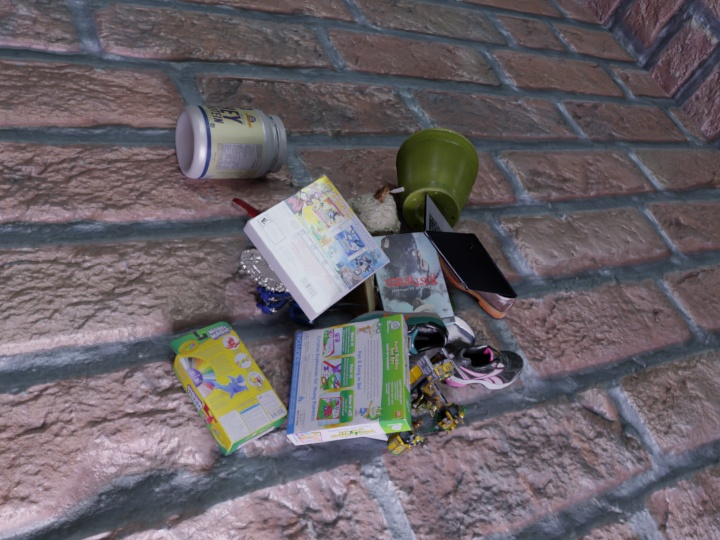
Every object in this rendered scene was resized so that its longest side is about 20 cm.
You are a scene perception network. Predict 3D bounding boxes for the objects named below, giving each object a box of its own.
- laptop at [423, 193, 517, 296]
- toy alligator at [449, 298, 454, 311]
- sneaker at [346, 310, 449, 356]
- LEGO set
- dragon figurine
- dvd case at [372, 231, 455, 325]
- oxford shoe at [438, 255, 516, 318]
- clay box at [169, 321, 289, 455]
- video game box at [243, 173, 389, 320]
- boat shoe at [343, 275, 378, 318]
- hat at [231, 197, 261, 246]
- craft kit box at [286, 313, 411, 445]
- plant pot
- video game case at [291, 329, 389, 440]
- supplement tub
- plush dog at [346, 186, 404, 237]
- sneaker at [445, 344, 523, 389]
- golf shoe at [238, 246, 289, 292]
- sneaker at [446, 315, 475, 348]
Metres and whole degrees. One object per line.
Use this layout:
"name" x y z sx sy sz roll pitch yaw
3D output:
"laptop" 0.224 -0.055 1.339 0.187 0.115 0.201 49 31 -32
"toy alligator" 0.145 0.014 1.421 0.054 0.059 0.201 -25 60 3
"sneaker" 0.065 0.117 1.193 0.199 0.072 0.080 -6 18 -8
"LEGO set" 0.112 0.222 1.143 0.199 0.116 0.154 -5 57 -38
"dragon figurine" -0.098 0.066 1.227 0.199 0.059 0.100 24 46 -3
"dvd case" 0.098 0.020 1.298 0.145 0.022 0.201 -6 70 -17
"oxford shoe" 0.265 0.016 1.469 0.200 0.073 0.071 40 45 8
"clay box" -0.220 0.185 1.064 0.115 0.048 0.200 -21 63 -40
"video game box" -0.075 -0.044 1.146 0.182 0.047 0.200 -35 88 -27
"boat shoe" 0.000 0.000 1.283 0.062 0.073 0.201 -5 82 -44
"hat" -0.133 -0.103 1.295 0.199 0.166 0.177 26 33 -27
"craft kit box" -0.017 0.177 1.076 0.196 0.049 0.201 -13 47 16
"plant pot" 0.170 -0.190 1.495 0.199 0.201 0.194 23 42 -10
"video game case" -0.027 0.206 1.175 0.199 0.023 0.183 15 47 -19
"supplement tub" -0.269 -0.265 1.357 0.199 0.145 0.146 -6 56 -33
"plush dog" 0.035 -0.075 1.385 0.199 0.160 0.173 -11 85 -33
"sneaker" 0.257 0.187 1.306 0.199 0.086 0.081 -3 56 -32
"golf shoe" -0.124 -0.008 1.197 0.199 0.078 0.098 22 39 -16
"sneaker" 0.133 0.125 1.311 0.199 0.077 0.086 22 54 -1
